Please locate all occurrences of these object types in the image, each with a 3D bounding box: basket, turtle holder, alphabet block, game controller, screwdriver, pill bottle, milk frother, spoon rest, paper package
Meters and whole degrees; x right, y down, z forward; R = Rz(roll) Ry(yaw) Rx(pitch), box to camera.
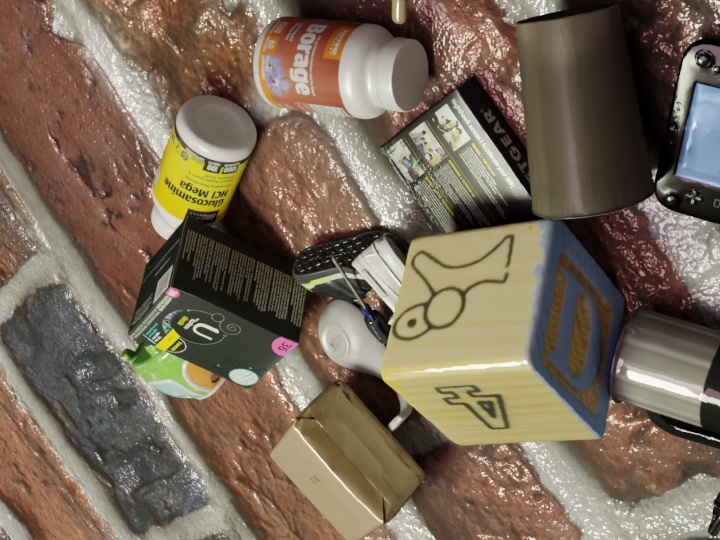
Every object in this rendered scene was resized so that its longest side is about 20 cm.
[{"bbox_3d":[0.235,-0.174,1.436,0.134,0.180,0.203,-7,104,19],"label":"basket"},{"bbox_3d":[-0.278,0.133,2.032,0.185,0.142,0.132,-31,113,35],"label":"turtle holder"},{"bbox_3d":[0.168,0.076,1.554,0.198,0.197,0.196,-7,144,36],"label":"alphabet block"},{"bbox_3d":[0.375,-0.144,1.417,0.103,0.042,0.202,23,129,26],"label":"game controller"},{"bbox_3d":[-0.003,0.037,1.772,0.029,0.028,0.201,25,160,41],"label":"screwdriver"},{"bbox_3d":[-0.023,-0.244,1.620,0.198,0.112,0.114,11,122,33],"label":"pill bottle"},{"bbox_3d":[0.368,0.168,1.502,0.186,0.200,0.183,16,129,30],"label":"milk frother"},{"bbox_3d":[-0.222,-0.132,1.843,0.112,0.112,0.201,40,134,11],"label":"pill bottle"},{"bbox_3d":[0.009,0.128,1.869,0.201,0.060,0.100,55,135,16],"label":"spoon rest"},{"bbox_3d":[-0.020,0.274,1.891,0.191,0.103,0.200,48,157,5],"label":"paper package"}]

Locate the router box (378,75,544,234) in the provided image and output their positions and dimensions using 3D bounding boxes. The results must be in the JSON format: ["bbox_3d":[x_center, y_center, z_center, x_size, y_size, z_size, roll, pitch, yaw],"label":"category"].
[{"bbox_3d":[0.135,-0.109,1.619,0.149,0.051,0.201,-33,93,43],"label":"router box"}]

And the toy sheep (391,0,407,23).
[{"bbox_3d":[0.047,-0.370,1.474,0.136,0.138,0.203,14,124,31],"label":"toy sheep"}]

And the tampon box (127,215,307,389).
[{"bbox_3d":[-0.195,0.048,1.863,0.198,0.128,0.150,26,139,-20],"label":"tampon box"}]

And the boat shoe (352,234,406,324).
[{"bbox_3d":[0.065,0.053,1.694,0.065,0.074,0.201,-35,89,10],"label":"boat shoe"}]

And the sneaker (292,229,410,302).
[{"bbox_3d":[0.000,0.000,1.798,0.198,0.072,0.083,-3,143,38],"label":"sneaker"}]
